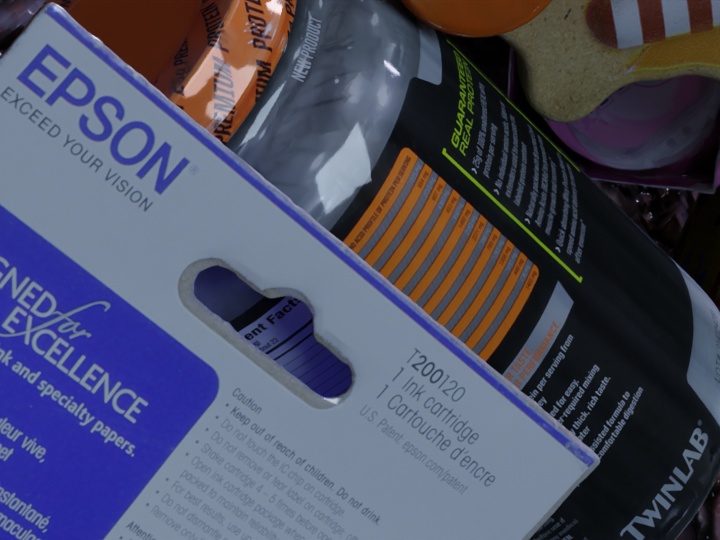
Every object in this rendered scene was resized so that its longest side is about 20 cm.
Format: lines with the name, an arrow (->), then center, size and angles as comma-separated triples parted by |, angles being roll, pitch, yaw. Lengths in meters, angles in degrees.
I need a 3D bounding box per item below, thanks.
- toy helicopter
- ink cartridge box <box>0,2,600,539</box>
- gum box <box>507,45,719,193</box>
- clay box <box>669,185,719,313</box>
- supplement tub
toy helicopter -> 0.102, -0.078, 0.660 | 0.200, 0.132, 0.079 | 44, 14, -20
ink cartridge box -> -0.072, 0.064, 0.599 | 0.200, 0.043, 0.198 | -49, 122, 2
gum box -> 0.087, -0.138, 0.730 | 0.114, 0.066, 0.201 | -56, 150, -64
clay box -> 0.148, -0.046, 0.776 | 0.047, 0.115, 0.200 | 24, 91, -5
supplement tub -> 0.000, 0.000, 0.675 | 0.200, 0.122, 0.123 | 42, 60, -32
